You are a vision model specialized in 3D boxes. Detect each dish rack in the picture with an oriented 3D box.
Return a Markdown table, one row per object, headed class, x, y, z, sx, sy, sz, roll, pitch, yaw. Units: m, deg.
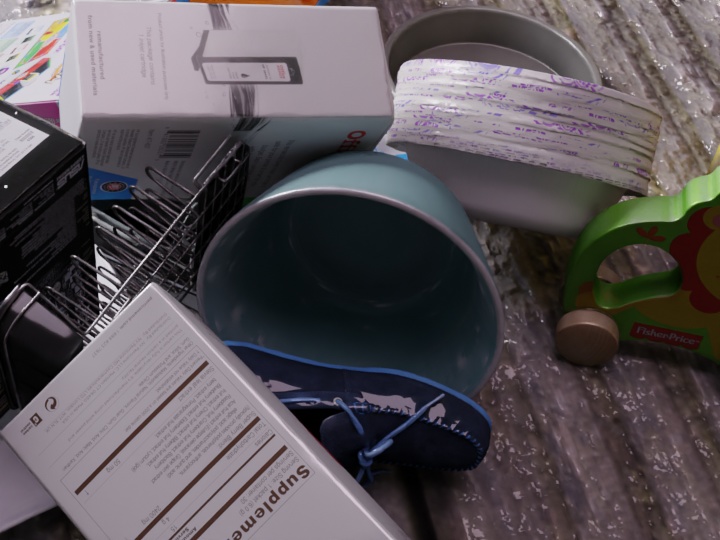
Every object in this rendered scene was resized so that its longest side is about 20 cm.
| class | x | y | z | sx | sy | sz | roll | pitch | yaw |
| --- | --- | --- | --- | --- | --- | --- | --- | --- | --- |
| dish rack | -0.139 | 0.003 | 0.747 | 0.054 | 0.154 | 0.200 | 34 | 64 | 5 |

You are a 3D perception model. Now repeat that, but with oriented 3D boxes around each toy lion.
| class | x | y | z | sx | sy | sz | roll | pitch | yaw |
| --- | --- | --- | --- | --- | --- | --- | --- | --- | --- |
| toy lion | 0.248 | -0.003 | 0.833 | 0.198 | 0.193 | 0.069 | 11 | 46 | 4 |

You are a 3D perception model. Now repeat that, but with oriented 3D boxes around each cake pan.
| class | x | y | z | sx | sy | sz | roll | pitch | yaw |
| --- | --- | --- | --- | --- | --- | --- | --- | --- | --- |
| cake pan | 0.115 | -0.166 | 1.077 | 0.198 | 0.037 | 0.201 | 4 | 47 | -4 |

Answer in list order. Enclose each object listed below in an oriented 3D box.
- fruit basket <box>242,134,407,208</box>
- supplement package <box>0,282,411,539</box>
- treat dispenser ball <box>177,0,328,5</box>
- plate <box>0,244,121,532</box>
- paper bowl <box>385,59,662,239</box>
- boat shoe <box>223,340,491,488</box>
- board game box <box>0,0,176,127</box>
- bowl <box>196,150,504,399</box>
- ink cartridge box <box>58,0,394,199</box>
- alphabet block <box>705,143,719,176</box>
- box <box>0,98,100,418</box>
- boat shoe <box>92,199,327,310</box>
| class | x | y | z | sx | sy | sz | roll | pitch | yaw |
| --- | --- | --- | --- | --- | --- | --- | --- | --- | --- |
| fruit basket | -0.056 | -0.122 | 0.976 | 0.199 | 0.094 | 0.185 | -11 | 42 | -28 |
| supplement package | -0.076 | 0.127 | 0.670 | 0.120 | 0.121 | 0.200 | -44 | 73 | -5 |
| treat dispenser ball | -0.101 | -0.311 | 1.074 | 0.199 | 0.202 | 0.202 | 4 | 46 | -4 |
| plate | -0.228 | 0.084 | 0.800 | 0.198 | 0.032 | 0.200 | -22 | 53 | -26 |
| paper bowl | 0.117 | -0.085 | 0.896 | 0.199 | 0.105 | 0.201 | 11 | 3 | -1 |
| boat shoe | -0.017 | 0.106 | 0.775 | 0.198 | 0.085 | 0.069 | 7 | 41 | 9 |
| board game box | -0.254 | -0.153 | 0.958 | 0.199 | 0.041 | 0.153 | 1 | 40 | 32 |
| bowl | 0.000 | 0.000 | 0.801 | 0.199 | 0.202 | 0.105 | 11 | 40 | 3 |
| ink cartridge box | -0.094 | -0.109 | 0.803 | 0.198 | 0.146 | 0.085 | -3 | 74 | -19 |
| alphabet block | 0.389 | -0.084 | 0.906 | 0.199 | 0.196 | 0.196 | 31 | 34 | 19 |
| box | -0.254 | 0.019 | 0.724 | 0.086 | 0.165 | 0.200 | 25 | 49 | 16 |
| boat shoe | -0.116 | -0.020 | 0.888 | 0.198 | 0.068 | 0.074 | 21 | 48 | 12 |
